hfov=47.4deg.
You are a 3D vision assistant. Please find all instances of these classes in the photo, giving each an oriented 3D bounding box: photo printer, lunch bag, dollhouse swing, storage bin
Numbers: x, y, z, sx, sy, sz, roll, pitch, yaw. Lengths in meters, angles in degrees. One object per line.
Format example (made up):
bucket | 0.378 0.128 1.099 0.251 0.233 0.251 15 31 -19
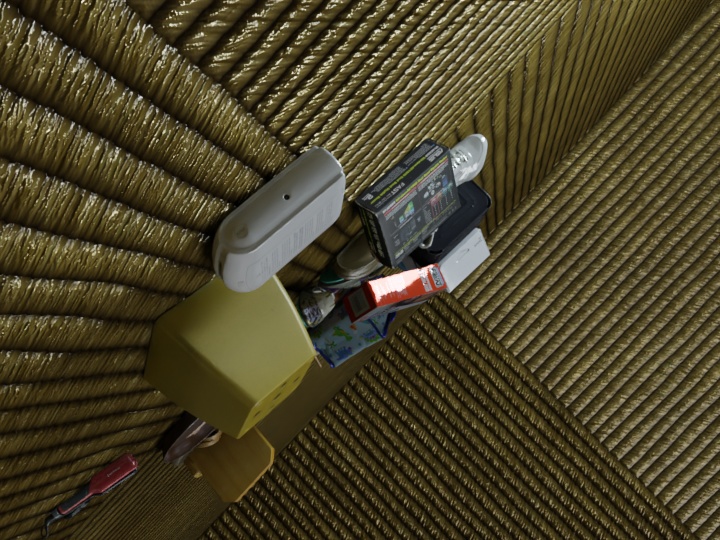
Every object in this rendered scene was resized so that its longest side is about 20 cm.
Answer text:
photo printer | -0.113 -0.058 1.094 0.200 0.069 0.167 -42 169 -16
lunch bag | -0.016 0.106 1.903 0.170 0.128 0.200 -33 -159 26
dollhouse swing | -0.289 0.428 1.957 0.200 0.176 0.182 -48 171 3
storage bin | 0.175 -0.119 1.817 0.200 0.135 0.094 -42 170 -19

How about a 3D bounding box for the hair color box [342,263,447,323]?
hair color box | 0.075 0.049 1.764 0.199 0.064 0.111 -15 167 -35

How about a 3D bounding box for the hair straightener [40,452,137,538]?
hair straightener | -0.490 0.412 1.485 0.200 0.041 0.077 -41 168 -28

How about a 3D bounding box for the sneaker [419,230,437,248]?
sneaker | 0.133 -0.120 1.648 0.074 0.087 0.201 -5 143 3

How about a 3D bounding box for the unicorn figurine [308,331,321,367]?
unicorn figurine | -0.119 0.176 2.000 0.137 0.074 0.200 -38 159 24

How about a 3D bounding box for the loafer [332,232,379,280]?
loafer | 0.023 -0.053 1.661 0.200 0.076 0.068 -35 145 -28

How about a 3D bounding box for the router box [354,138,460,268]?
router box | 0.090 -0.123 1.509 0.200 0.062 0.150 -42 142 -21

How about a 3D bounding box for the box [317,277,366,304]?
box | -0.024 0.012 1.802 0.200 0.039 0.137 -40 169 -28

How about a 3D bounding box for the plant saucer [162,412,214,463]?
plant saucer | -0.346 0.325 1.735 0.200 0.034 0.200 -43 169 -11

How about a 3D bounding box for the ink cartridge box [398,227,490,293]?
ink cartridge box | 0.182 -0.049 1.939 0.145 0.200 0.084 -42 126 -16

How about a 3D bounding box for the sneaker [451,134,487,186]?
sneaker | 0.191 -0.206 1.714 0.200 0.075 0.100 -46 170 3

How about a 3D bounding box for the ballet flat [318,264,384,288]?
ballet flat | 0.000 0.000 1.704 0.199 0.067 0.064 -34 131 -27

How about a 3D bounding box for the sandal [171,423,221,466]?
sandal | -0.355 0.384 1.875 0.200 0.054 0.080 -48 170 12

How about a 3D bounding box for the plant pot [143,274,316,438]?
plant pot | -0.184 0.128 1.232 0.200 0.176 0.200 -38 167 -35

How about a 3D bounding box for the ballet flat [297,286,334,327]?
ballet flat | -0.084 0.062 1.601 0.072 0.072 0.200 -46 -176 4
